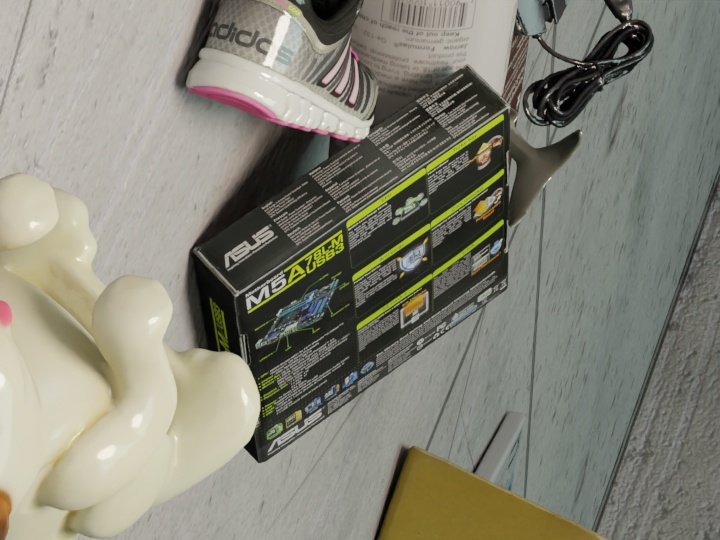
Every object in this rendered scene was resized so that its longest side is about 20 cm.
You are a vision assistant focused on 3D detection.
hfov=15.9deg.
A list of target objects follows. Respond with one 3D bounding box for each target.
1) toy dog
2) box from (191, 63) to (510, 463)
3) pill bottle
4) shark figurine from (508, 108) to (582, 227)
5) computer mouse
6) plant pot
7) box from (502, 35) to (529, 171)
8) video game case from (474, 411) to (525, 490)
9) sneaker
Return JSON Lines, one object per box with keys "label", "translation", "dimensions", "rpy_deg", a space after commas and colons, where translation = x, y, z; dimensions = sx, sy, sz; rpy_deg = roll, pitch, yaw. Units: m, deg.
{"label": "toy dog", "translation": [-0.154, 0.052, 0.956], "dimensions": [0.194, 0.140, 0.200], "rpy_deg": [-39, 172, 7]}
{"label": "box", "translation": [0.000, 0.000, 1.497], "dimensions": [0.200, 0.048, 0.194], "rpy_deg": [-35, 150, -18]}
{"label": "pill bottle", "translation": [0.033, -0.142, 1.521], "dimensions": [0.115, 0.114, 0.201], "rpy_deg": [-59, 162, -49]}
{"label": "shark figurine", "translation": [0.048, -0.127, 1.646], "dimensions": [0.089, 0.215, 0.128], "rpy_deg": [-29, -177, -18]}
{"label": "computer mouse", "translation": [0.115, -0.198, 1.603], "dimensions": [0.140, 0.201, 0.046], "rpy_deg": [-30, -179, -43]}
{"label": "plant pot", "translation": [0.099, 0.289, 2.190], "dimensions": [0.201, 0.193, 0.196], "rpy_deg": [-64, 166, -5]}
{"label": "box", "translation": [0.067, -0.096, 1.827], "dimensions": [0.100, 0.074, 0.201], "rpy_deg": [-61, 163, -47]}
{"label": "video game case", "translation": [0.119, 0.265, 2.606], "dimensions": [0.200, 0.024, 0.183], "rpy_deg": [-54, 156, -60]}
{"label": "sneaker", "translation": [-0.028, -0.123, 1.367], "dimensions": [0.088, 0.073, 0.200], "rpy_deg": [-69, 163, 6]}
